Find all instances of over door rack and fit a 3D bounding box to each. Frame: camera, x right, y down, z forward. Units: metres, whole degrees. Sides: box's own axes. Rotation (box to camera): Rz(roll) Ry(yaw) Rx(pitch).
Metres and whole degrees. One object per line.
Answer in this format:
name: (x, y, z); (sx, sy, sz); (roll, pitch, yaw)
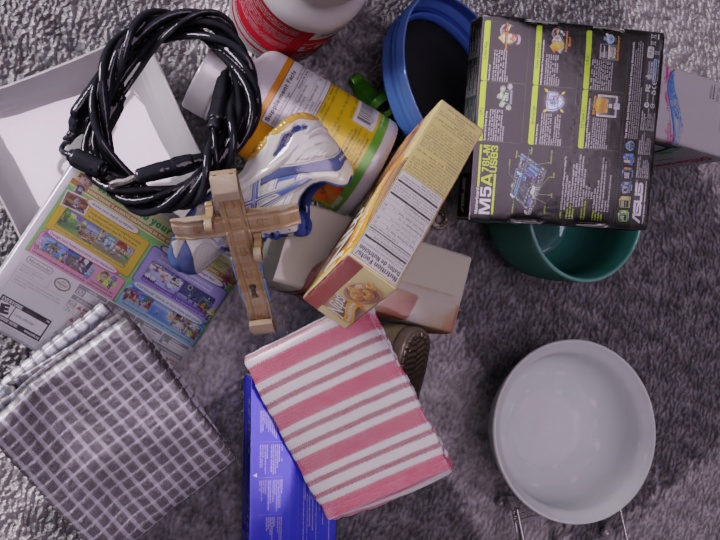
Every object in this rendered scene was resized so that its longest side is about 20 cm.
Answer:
over door rack: (0.247, 0.342, 1.028); (0.148, 0.067, 0.200); (-9, 72, -19)

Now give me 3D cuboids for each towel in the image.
towel: (-0.236, 0.152, 0.844); (0.166, 0.086, 0.200); (-37, 113, -9)
towel: (-0.011, 0.142, 0.898); (0.146, 0.030, 0.200); (-25, 97, 13)

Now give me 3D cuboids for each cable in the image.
cable: (-0.171, -0.150, 0.813); (0.163, 0.051, 0.200); (33, 82, 16)

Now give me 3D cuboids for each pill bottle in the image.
pill bottle: (-0.057, -0.276, 0.869); (0.112, 0.200, 0.112); (0, 90, -18)
pill bottle: (-0.073, -0.150, 0.906); (0.200, 0.111, 0.111); (30, 80, -10)

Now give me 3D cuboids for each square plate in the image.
square plate: (-0.262, -0.107, 0.889); (0.198, 0.028, 0.200); (-27, 98, -17)

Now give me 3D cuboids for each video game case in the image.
video game case: (-0.238, 0.016, 0.875); (0.200, 0.022, 0.182); (35, 85, -24)

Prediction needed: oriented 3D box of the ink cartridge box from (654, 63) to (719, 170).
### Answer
ink cartridge box: (0.303, -0.180, 1.020); (0.200, 0.145, 0.084); (12, 88, -19)

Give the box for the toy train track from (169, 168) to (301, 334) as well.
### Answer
toy train track: (-0.106, -0.004, 0.820); (0.114, 0.033, 0.200); (-7, 135, 1)

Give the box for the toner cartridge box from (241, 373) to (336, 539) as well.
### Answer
toner cartridge box: (-0.074, 0.209, 0.941); (0.095, 0.043, 0.200); (2, 89, -19)

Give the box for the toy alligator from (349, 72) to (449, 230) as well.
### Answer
toy alligator: (0.052, -0.131, 0.981); (0.059, 0.054, 0.200); (-35, 100, -15)

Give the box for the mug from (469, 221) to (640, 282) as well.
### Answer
mug: (0.206, -0.073, 0.995); (0.185, 0.114, 0.152); (36, 79, -22)

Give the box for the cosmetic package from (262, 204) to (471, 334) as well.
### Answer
cosmetic package: (0.000, 0.000, 0.938); (0.200, 0.103, 0.087); (18, 83, -17)

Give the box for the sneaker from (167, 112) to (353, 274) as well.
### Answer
sneaker: (-0.094, -0.052, 0.835); (0.200, 0.075, 0.088); (-43, 89, 16)

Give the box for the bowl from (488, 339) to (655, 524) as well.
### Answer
bowl: (0.223, 0.178, 1.013); (0.201, 0.090, 0.201); (2, 83, -17)

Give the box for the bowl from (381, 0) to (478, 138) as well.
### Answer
bowl: (0.098, -0.194, 0.962); (0.200, 0.039, 0.201); (17, 65, -42)

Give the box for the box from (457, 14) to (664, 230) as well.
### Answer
box: (0.199, -0.143, 0.894); (0.193, 0.048, 0.200); (2, 95, -8)

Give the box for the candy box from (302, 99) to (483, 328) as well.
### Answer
candy box: (0.031, -0.052, 0.835); (0.055, 0.115, 0.200); (34, 60, -8)

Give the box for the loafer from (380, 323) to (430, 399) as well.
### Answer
loafer: (0.021, 0.142, 0.954); (0.076, 0.068, 0.200); (-7, 117, -49)
